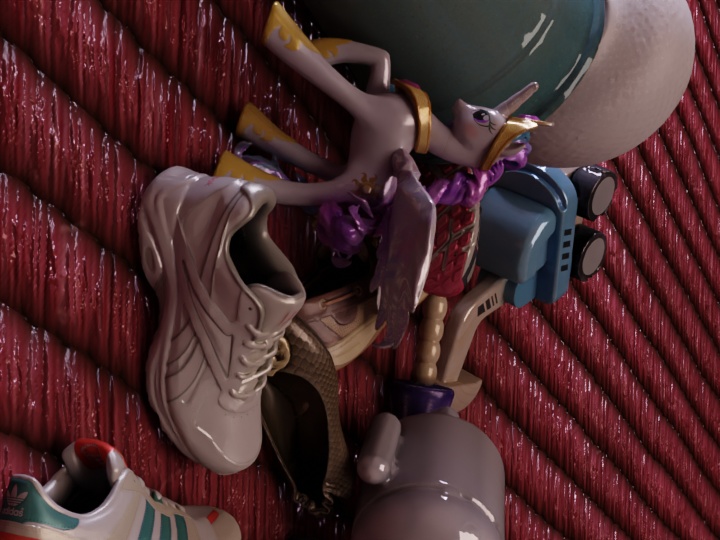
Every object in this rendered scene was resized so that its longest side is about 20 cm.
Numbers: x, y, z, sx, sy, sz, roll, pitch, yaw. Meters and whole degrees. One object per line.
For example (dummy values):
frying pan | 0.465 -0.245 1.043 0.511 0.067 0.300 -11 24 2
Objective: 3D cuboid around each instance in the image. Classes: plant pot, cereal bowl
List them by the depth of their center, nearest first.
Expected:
plant pot | 0.043 -0.213 0.906 0.196 0.199 0.201 42 56 -43
cereal bowl | 0.163 -0.188 1.016 0.083 0.199 0.202 36 61 -64

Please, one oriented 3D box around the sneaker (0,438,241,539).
sneaker | -0.132 0.142 0.733 0.199 0.070 0.094 -2 95 -59

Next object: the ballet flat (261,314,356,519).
ballet flat | -0.046 0.106 0.888 0.046 0.067 0.201 -66 151 -45

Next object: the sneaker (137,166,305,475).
sneaker | -0.079 0.037 0.787 0.078 0.099 0.201 -31 118 -55

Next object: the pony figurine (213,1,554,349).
pony figurine | 0.009 -0.059 0.838 0.167 0.199 0.194 -104 -146 -84

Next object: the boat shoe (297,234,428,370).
boat shoe | 0.000 0.000 0.953 0.200 0.072 0.072 -41 125 -46

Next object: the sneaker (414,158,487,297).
sneaker | 0.069 -0.066 0.979 0.075 0.080 0.201 39 40 -41

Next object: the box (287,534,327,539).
box | -0.018 0.327 0.968 0.199 0.049 0.201 45 54 -50

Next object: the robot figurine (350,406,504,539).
robot figurine | 0.052 0.186 0.949 0.170 0.113 0.200 52 21 -18

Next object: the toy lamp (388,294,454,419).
toy lamp | 0.060 0.044 1.058 0.058 0.058 0.201 12 89 -59

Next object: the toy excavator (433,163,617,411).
toy excavator | 0.122 0.004 1.116 0.200 0.100 0.196 -31 135 -38
